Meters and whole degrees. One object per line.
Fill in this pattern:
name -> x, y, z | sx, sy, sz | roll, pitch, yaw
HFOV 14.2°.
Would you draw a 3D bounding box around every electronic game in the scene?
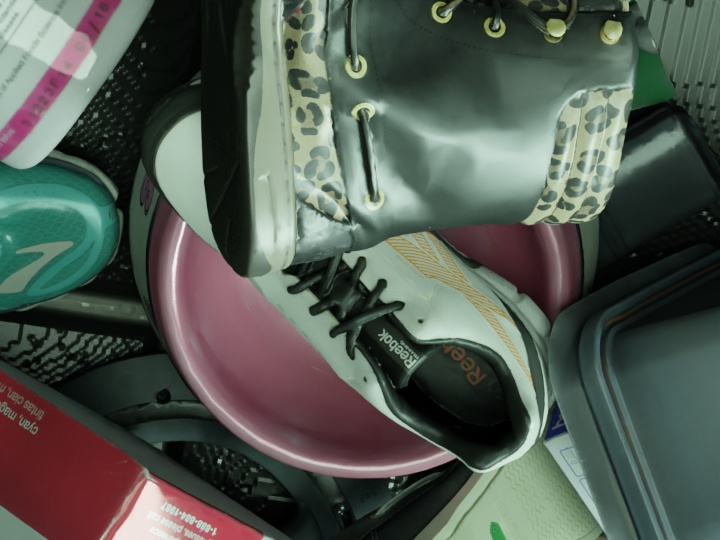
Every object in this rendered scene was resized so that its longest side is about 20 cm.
electronic game -> -0.079, 0.134, 1.276 | 0.199, 0.042, 0.201 | 0, 97, -3

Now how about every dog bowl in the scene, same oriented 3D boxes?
dog bowl -> 0.001, -0.004, 1.184 | 0.199, 0.074, 0.201 | 0, 110, 0

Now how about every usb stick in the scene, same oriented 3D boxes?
usb stick -> 0.065, -0.005, 1.253 | 0.200, 0.033, 0.056 | -31, 125, 4

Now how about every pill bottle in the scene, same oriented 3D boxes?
pill bottle -> -0.185, -0.139, 1.151 | 0.200, 0.113, 0.113 | 34, 100, -14

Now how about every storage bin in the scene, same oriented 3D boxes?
storage bin -> 0.189, 0.051, 1.166 | 0.134, 0.200, 0.146 | -20, 91, 32

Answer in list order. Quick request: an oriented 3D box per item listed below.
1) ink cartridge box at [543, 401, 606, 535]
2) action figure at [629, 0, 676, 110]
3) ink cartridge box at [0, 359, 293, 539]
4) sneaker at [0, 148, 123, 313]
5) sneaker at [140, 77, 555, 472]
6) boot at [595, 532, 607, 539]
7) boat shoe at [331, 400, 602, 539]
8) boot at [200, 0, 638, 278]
ink cartridge box -> 0.153, 0.112, 1.249 | 0.044, 0.094, 0.200 | -20, 117, 29
action figure -> 0.023, -0.078, 1.223 | 0.200, 0.055, 0.118 | -25, 110, 6
ink cartridge box -> -0.133, 0.159, 1.146 | 0.145, 0.145, 0.200 | 35, 86, -47
sneaker -> -0.198, -0.006, 1.206 | 0.199, 0.080, 0.078 | -6, 107, -4
sneaker -> 0.000, 0.000, 1.105 | 0.200, 0.080, 0.074 | 37, 109, -10
boot -> 0.138, 0.186, 1.305 | 0.186, 0.064, 0.201 | -6, 102, -2
boat shoe -> 0.050, 0.101, 1.235 | 0.200, 0.068, 0.072 | -37, 116, -36
boot -> 0.022, -0.098, 1.045 | 0.150, 0.073, 0.201 | -3, 107, -20
